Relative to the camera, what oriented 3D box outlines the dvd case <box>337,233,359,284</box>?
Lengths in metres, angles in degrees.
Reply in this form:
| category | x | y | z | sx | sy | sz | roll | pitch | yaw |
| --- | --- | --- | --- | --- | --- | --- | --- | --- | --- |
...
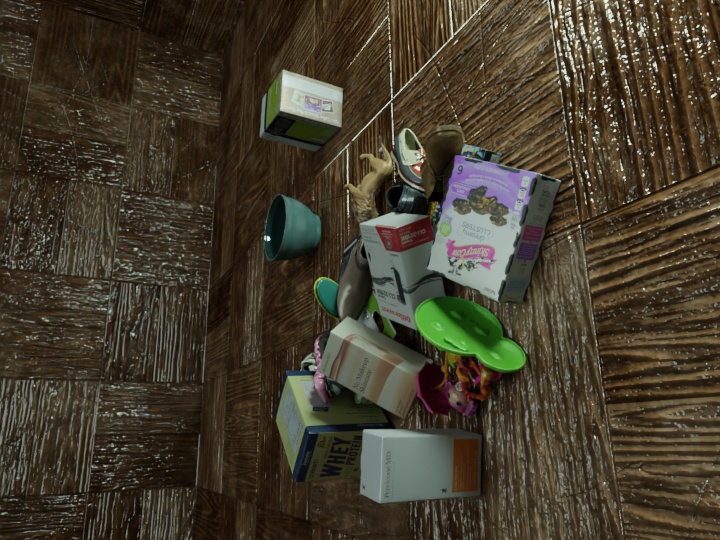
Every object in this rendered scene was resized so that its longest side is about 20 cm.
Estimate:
| category | x | y | z | sx | sy | sz | roll | pitch | yaw |
| --- | --- | --- | --- | --- | --- | --- | --- | --- | --- |
| dvd case | -0.019 | -0.001 | 1.381 | 0.149 | 0.016 | 0.202 | -40 | 34 | 54 |

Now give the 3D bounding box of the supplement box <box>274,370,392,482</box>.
| category | x | y | z | sx | sy | sz | roll | pitch | yaw |
| --- | --- | --- | --- | --- | --- | --- | --- | --- | --- |
| supplement box | -0.067 | 0.340 | 1.236 | 0.200 | 0.197 | 0.136 | -125 | 46 | -54 |

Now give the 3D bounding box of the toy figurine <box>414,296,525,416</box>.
| category | x | y | z | sx | sy | sz | roll | pitch | yaw |
| --- | --- | --- | --- | --- | --- | --- | --- | --- | --- |
| toy figurine | 0.168 | 0.175 | 0.940 | 0.199 | 0.149 | 0.186 | 34 | 130 | 34 |

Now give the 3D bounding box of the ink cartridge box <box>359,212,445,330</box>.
| category | x | y | z | sx | sy | sz | roll | pitch | yaw |
| --- | --- | --- | --- | --- | --- | --- | --- | --- | --- |
| ink cartridge box | 0.084 | -0.002 | 1.071 | 0.144 | 0.083 | 0.203 | 15 | 123 | 62 |

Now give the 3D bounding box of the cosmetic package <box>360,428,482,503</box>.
| category | x | y | z | sx | sy | sz | roll | pitch | yaw |
| --- | --- | --- | --- | --- | --- | --- | --- | --- | --- |
| cosmetic package | 0.102 | 0.317 | 0.908 | 0.071 | 0.198 | 0.103 | -12 | 73 | 61 |

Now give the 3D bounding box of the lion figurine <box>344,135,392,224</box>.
| category | x | y | z | sx | sy | sz | roll | pitch | yaw |
| --- | --- | --- | --- | --- | --- | --- | --- | --- | --- |
| lion figurine | 0.030 | -0.212 | 1.334 | 0.123 | 0.072 | 0.202 | 51 | 124 | 46 |

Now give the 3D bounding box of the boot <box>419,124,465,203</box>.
| category | x | y | z | sx | sy | sz | roll | pitch | yaw |
| --- | --- | --- | --- | --- | --- | --- | --- | --- | --- |
| boot | 0.142 | -0.181 | 0.964 | 0.200 | 0.072 | 0.077 | 89 | -179 | -72 |

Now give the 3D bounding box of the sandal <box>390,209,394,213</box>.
| category | x | y | z | sx | sy | sz | roll | pitch | yaw |
| --- | --- | --- | --- | --- | --- | --- | --- | --- | --- |
| sandal | 0.064 | -0.049 | 1.232 | 0.081 | 0.054 | 0.203 | 6 | 82 | 63 |

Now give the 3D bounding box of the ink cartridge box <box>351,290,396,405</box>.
| category | x | y | z | sx | sy | sz | roll | pitch | yaw |
| --- | --- | --- | --- | --- | --- | --- | --- | --- | --- |
| ink cartridge box | 0.039 | 0.172 | 1.212 | 0.202 | 0.075 | 0.148 | -64 | 32 | 26 |

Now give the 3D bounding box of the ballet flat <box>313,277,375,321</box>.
| category | x | y | z | sx | sy | sz | roll | pitch | yaw |
| --- | --- | --- | --- | --- | --- | --- | --- | --- | --- |
| ballet flat | -0.048 | 0.084 | 1.280 | 0.067 | 0.200 | 0.067 | 6 | 62 | 54 |

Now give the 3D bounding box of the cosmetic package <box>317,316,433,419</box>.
| category | x | y | z | sx | sy | sz | roll | pitch | yaw |
| --- | --- | --- | --- | --- | --- | --- | --- | --- | --- |
| cosmetic package | 0.029 | 0.189 | 1.088 | 0.198 | 0.087 | 0.105 | 25 | 114 | 16 |

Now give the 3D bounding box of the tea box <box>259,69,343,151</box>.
| category | x | y | z | sx | sy | sz | roll | pitch | yaw |
| --- | --- | --- | --- | --- | --- | --- | --- | --- | --- |
| tea box | -0.181 | -0.477 | 1.675 | 0.196 | 0.198 | 0.136 | -19 | 66 | 59 |

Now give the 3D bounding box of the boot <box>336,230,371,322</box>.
| category | x | y | z | sx | sy | sz | roll | pitch | yaw |
| --- | --- | --- | --- | --- | --- | --- | --- | --- | --- |
| boot | 0.000 | 0.000 | 1.182 | 0.146 | 0.069 | 0.202 | 116 | 168 | -66 |

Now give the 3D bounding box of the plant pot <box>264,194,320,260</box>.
| category | x | y | z | sx | sy | sz | roll | pitch | yaw |
| --- | --- | --- | --- | --- | --- | --- | --- | --- | --- |
| plant pot | -0.202 | -0.123 | 1.699 | 0.200 | 0.133 | 0.203 | -24 | 63 | 60 |

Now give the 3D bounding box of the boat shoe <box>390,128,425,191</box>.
| category | x | y | z | sx | sy | sz | roll | pitch | yaw |
| --- | --- | --- | --- | --- | --- | --- | --- | --- | --- |
| boat shoe | 0.116 | -0.233 | 1.173 | 0.063 | 0.070 | 0.201 | -62 | 29 | 29 |

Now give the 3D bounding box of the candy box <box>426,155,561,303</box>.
| category | x | y | z | sx | sy | sz | roll | pitch | yaw |
| --- | --- | --- | --- | --- | --- | --- | --- | --- | --- |
| candy box | 0.209 | -0.070 | 0.900 | 0.167 | 0.071 | 0.203 | 27 | 108 | 47 |

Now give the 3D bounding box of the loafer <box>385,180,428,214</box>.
| category | x | y | z | sx | sy | sz | roll | pitch | yaw |
| --- | --- | --- | --- | --- | --- | --- | --- | --- | --- |
| loafer | 0.087 | -0.156 | 1.161 | 0.201 | 0.070 | 0.069 | -116 | 46 | -69 |

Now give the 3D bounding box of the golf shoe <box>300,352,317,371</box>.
| category | x | y | z | sx | sy | sz | roll | pitch | yaw |
| --- | --- | --- | --- | --- | --- | --- | --- | --- | --- |
| golf shoe | -0.130 | 0.259 | 1.512 | 0.199 | 0.087 | 0.078 | -13 | 73 | 63 |

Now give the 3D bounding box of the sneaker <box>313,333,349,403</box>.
| category | x | y | z | sx | sy | sz | roll | pitch | yaw |
| --- | --- | --- | --- | --- | --- | --- | --- | --- | --- |
| sneaker | -0.051 | 0.206 | 1.231 | 0.201 | 0.094 | 0.080 | -98 | -17 | -58 |

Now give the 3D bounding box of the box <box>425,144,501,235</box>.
| category | x | y | z | sx | sy | sz | roll | pitch | yaw |
| --- | --- | --- | --- | --- | --- | --- | --- | --- | --- |
| box | 0.182 | -0.134 | 1.042 | 0.137 | 0.039 | 0.203 | 39 | 118 | 61 |
